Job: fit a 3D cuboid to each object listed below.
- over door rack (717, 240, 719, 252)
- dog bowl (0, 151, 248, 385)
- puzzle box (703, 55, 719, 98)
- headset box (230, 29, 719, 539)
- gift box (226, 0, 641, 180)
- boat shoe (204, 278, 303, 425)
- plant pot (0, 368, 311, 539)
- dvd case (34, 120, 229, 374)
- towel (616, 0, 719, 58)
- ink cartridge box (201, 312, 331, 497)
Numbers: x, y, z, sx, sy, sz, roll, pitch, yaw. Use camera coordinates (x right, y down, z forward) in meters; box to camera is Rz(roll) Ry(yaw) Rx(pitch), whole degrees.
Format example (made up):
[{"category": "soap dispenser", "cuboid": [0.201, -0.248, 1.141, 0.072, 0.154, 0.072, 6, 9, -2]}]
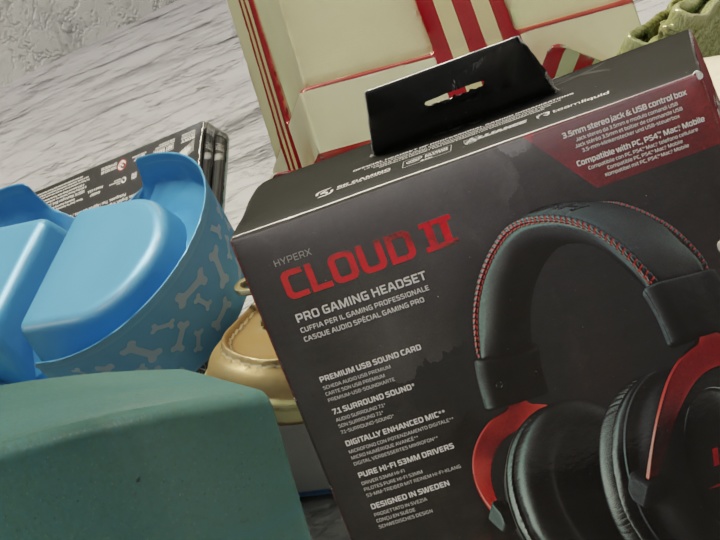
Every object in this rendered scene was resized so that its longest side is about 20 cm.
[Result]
[{"category": "over door rack", "cuboid": [0.180, 0.014, 0.654, 0.066, 0.148, 0.200, -15, 15, 30]}, {"category": "dog bowl", "cuboid": [-0.129, 0.014, 0.956, 0.199, 0.050, 0.112, -10, 46, 41]}, {"category": "puzzle box", "cuboid": [0.223, -0.048, 0.873, 0.199, 0.133, 0.026, -4, 58, 42]}, {"category": "headset box", "cuboid": [0.059, 0.029, 0.675, 0.148, 0.201, 0.075, -18, 13, 11]}, {"category": "gift box", "cuboid": [0.023, -0.120, 1.047, 0.184, 0.187, 0.200, -17, -7, -4]}, {"category": "boat shoe", "cuboid": [0.000, 0.000, 0.918, 0.073, 0.063, 0.200, 14, 31, 27]}, {"category": "plant pot", "cuboid": [-0.123, 0.113, 0.782, 0.199, 0.142, 0.141, -21, 11, -22]}, {"category": "dvd case", "cuboid": [-0.124, 0.042, 1.004, 0.146, 0.022, 0.201, -20, 54, 35]}, {"category": "towel", "cuboid": [0.142, -0.059, 1.010, 0.036, 0.200, 0.148, 34, 42, 18]}, {"category": "ink cartridge box", "cuboid": [0.007, 0.033, 1.036, 0.116, 0.068, 0.200, -11, 17, 39]}]
